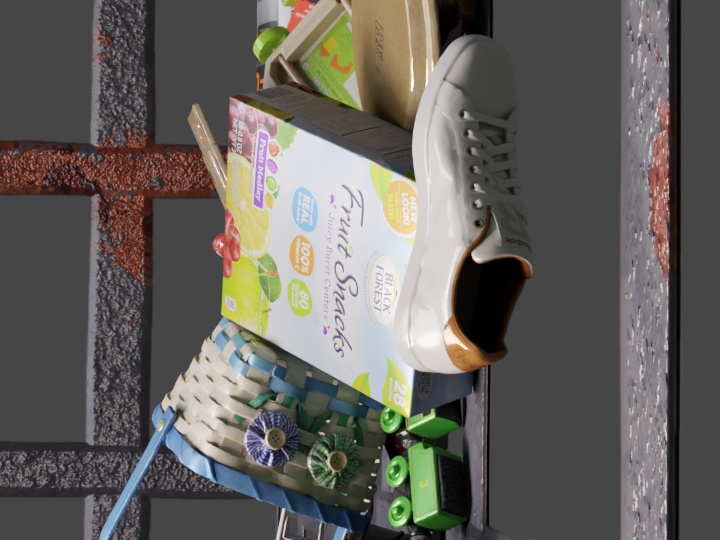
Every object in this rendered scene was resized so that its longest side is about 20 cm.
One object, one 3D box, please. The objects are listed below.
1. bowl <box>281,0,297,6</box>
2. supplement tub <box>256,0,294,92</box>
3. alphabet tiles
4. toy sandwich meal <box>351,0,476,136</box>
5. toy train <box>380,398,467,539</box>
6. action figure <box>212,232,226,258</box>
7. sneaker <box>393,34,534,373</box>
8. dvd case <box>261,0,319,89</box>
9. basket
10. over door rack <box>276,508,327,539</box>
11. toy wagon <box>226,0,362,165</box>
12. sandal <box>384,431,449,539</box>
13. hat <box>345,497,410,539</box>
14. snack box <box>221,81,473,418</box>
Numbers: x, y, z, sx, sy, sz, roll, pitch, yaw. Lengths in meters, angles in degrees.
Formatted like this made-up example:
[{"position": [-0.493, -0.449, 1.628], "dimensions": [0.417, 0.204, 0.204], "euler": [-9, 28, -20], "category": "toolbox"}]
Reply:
[{"position": [-0.012, -0.322, 1.881], "dimensions": [0.200, 0.107, 0.201], "euler": [180, 90, -84], "category": "bowl"}, {"position": [-0.034, -0.161, 2.001], "dimensions": [0.123, 0.122, 0.201], "euler": [144, 127, -83], "category": "supplement tub"}, {"position": [-0.098, -0.048, 1.748], "dimensions": [0.200, 0.008, 0.168], "euler": [-175, 61, -84], "category": "alphabet tiles"}, {"position": [0.045, -0.167, 1.543], "dimensions": [0.205, 0.070, 0.206], "euler": [175, 90, -77], "category": "toy sandwich meal"}, {"position": [0.043, 0.092, 1.556], "dimensions": [0.056, 0.042, 0.201], "euler": [-29, 53, 40], "category": "toy train"}, {"position": [-0.056, 0.035, 1.906], "dimensions": [0.052, 0.200, 0.066], "euler": [-12, 41, 45], "category": "action figure"}, {"position": [0.076, -0.039, 1.290], "dimensions": [0.084, 0.073, 0.201], "euler": [0, 83, 54], "category": "sneaker"}, {"position": [-0.026, -0.139, 1.746], "dimensions": [0.146, 0.022, 0.201], "euler": [26, 94, 49], "category": "dvd case"}, {"position": [-0.078, 0.146, 1.608], "dimensions": [0.201, 0.176, 0.139], "euler": [-66, 24, 13], "category": "basket"}, {"position": [-0.026, 0.173, 1.842], "dimensions": [0.201, 0.066, 0.148], "euler": [-67, -12, 19], "category": "over door rack"}, {"position": [-0.024, -0.132, 1.687], "dimensions": [0.200, 0.039, 0.155], "euler": [-47, 57, 19], "category": "toy wagon"}, {"position": [0.038, 0.136, 1.633], "dimensions": [0.075, 0.045, 0.201], "euler": [-121, 32, -79], "category": "sandal"}, {"position": [0.011, 0.259, 1.712], "dimensions": [0.201, 0.081, 0.202], "euler": [-163, 90, -86], "category": "hat"}, {"position": [-0.007, -0.018, 1.510], "dimensions": [0.200, 0.067, 0.169], "euler": [25, 122, 40], "category": "snack box"}]
